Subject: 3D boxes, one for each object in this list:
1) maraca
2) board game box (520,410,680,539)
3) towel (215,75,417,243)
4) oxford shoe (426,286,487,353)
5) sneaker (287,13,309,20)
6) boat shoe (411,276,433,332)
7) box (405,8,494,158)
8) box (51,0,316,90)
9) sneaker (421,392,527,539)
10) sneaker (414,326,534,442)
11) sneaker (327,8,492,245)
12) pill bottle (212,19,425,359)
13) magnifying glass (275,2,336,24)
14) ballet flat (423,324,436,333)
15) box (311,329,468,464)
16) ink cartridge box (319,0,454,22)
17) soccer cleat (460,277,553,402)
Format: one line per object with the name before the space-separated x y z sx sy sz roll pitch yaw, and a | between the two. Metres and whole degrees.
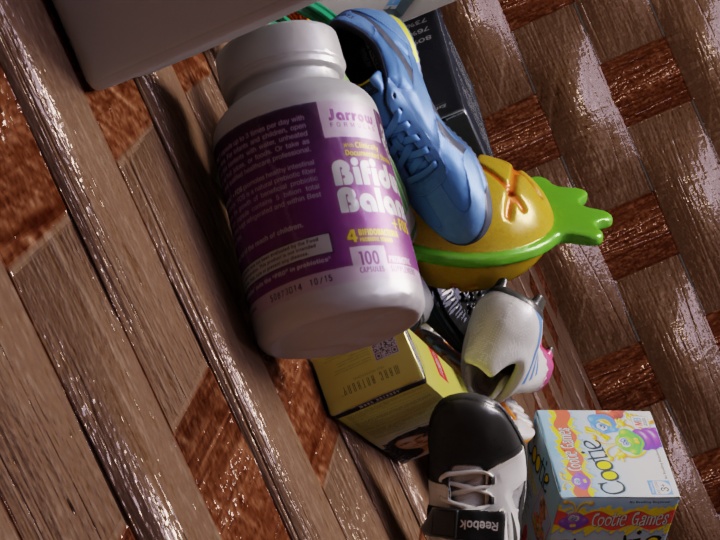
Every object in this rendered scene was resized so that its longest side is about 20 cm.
maraca | 0.104 -0.041 1.569 0.137 0.199 0.107 -126 -145 -51
board game box | 0.188 0.225 1.642 0.105 0.103 0.201 -101 -164 -49
towel | -0.024 -0.049 1.392 0.200 0.023 0.153 58 47 -39
oxford shoe | 0.043 -0.001 1.654 0.200 0.084 0.073 51 49 -16
sneaker | -0.043 -0.139 1.577 0.200 0.075 0.092 -98 167 -54
boat shoe | -0.013 -0.021 1.489 0.200 0.068 0.057 54 55 -24
box | 0.031 -0.128 1.732 0.200 0.147 0.105 -99 164 -52
box | -0.084 -0.226 1.143 0.200 0.198 0.172 -58 125 -79
sneaker | 0.083 0.186 1.398 0.089 0.074 0.201 -73 160 -61
sneaker | 0.076 0.112 1.660 0.078 0.077 0.200 26 14 -26
sneaker | 0.030 -0.106 1.470 0.078 0.066 0.201 -11 73 -60
pill bottle | -0.033 -0.053 1.245 0.112 0.112 0.201 40 35 -70
magnifying glass | -0.071 -0.187 1.478 0.080 0.022 0.200 40 22 17
ballet flat | 0.060 0.031 1.774 0.067 0.068 0.201 -63 147 -41
box | 0.031 0.093 1.434 0.200 0.075 0.050 42 26 -67
ink cartridge box | -0.007 -0.266 1.676 0.176 0.199 0.045 50 21 -61
soccer cleat | 0.111 0.074 1.577 0.070 0.087 0.200 26 -15 16
